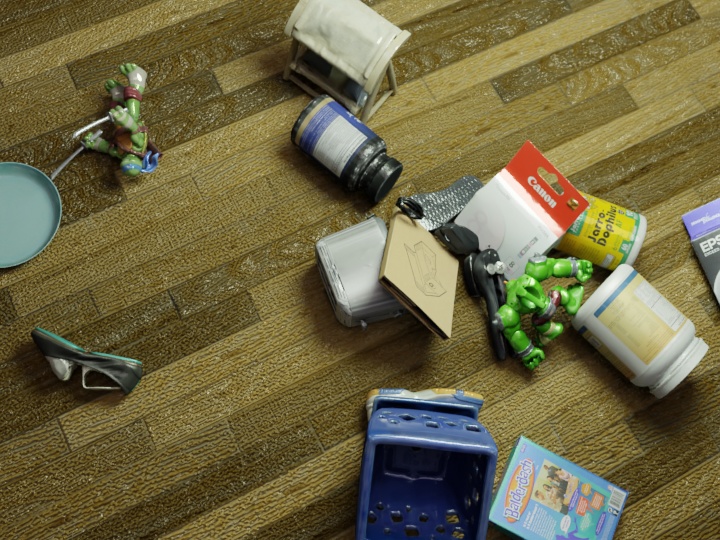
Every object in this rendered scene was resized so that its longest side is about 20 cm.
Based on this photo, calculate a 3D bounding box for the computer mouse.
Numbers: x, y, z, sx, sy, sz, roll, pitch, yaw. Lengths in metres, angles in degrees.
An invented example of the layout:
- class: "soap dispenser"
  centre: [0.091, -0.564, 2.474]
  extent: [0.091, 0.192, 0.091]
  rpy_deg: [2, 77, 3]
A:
- class: "computer mouse"
  centre: [0.134, -0.074, 1.583]
  extent: [0.198, 0.058, 0.035]
  rpy_deg: [27, 69, -32]

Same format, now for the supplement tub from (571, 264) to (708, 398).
- class: "supplement tub"
  centre: [0.478, 0.105, 1.556]
  extent: [0.144, 0.145, 0.200]
  rpy_deg: [-42, 78, -19]

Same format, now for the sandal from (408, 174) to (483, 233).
- class: "sandal"
  centre: [0.146, -0.112, 1.669]
  extent: [0.198, 0.043, 0.077]
  rpy_deg: [-22, 73, -25]

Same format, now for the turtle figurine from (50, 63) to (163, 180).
- class: "turtle figurine"
  centre: [-0.452, -0.271, 1.618]
  extent: [0.196, 0.144, 0.197]
  rpy_deg: [2, 64, -8]

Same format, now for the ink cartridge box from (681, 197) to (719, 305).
- class: "ink cartridge box"
  centre: [0.709, -0.054, 1.637]
  extent: [0.196, 0.043, 0.203]
  rpy_deg: [-27, 73, 22]

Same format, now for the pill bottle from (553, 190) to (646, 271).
- class: "pill bottle"
  centre: [0.404, -0.080, 1.639]
  extent: [0.197, 0.113, 0.114]
  rpy_deg: [22, 68, 4]

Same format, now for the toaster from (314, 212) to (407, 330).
- class: "toaster"
  centre: [0.000, 0.000, 1.570]
  extent: [0.127, 0.114, 0.203]
  rpy_deg: [-18, 73, -10]

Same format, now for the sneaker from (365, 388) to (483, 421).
- class: "sneaker"
  centre: [0.108, 0.242, 1.515]
  extent: [0.196, 0.075, 0.090]
  rpy_deg: [-2, 80, 1]

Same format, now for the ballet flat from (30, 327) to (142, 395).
- class: "ballet flat"
  centre: [-0.458, 0.154, 1.492]
  extent: [0.197, 0.068, 0.069]
  rpy_deg: [18, 76, 2]

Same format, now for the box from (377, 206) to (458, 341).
- class: "box"
  centre: [0.103, 0.001, 1.540]
  extent: [0.163, 0.021, 0.201]
  rpy_deg: [42, 34, -21]

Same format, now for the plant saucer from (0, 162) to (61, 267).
- class: "plant saucer"
  centre: [-0.624, -0.094, 1.594]
  extent: [0.196, 0.027, 0.203]
  rpy_deg: [2, 68, -4]

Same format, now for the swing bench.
- class: "swing bench"
  centre: [-0.032, -0.397, 1.675]
  extent: [0.198, 0.201, 0.130]
  rpy_deg: [37, 70, 10]

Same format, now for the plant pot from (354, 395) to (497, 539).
- class: "plant pot"
  centre: [0.094, 0.305, 1.397]
  extent: [0.196, 0.180, 0.203]
  rpy_deg: [6, 109, -2]

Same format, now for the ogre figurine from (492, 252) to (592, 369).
- class: "ogre figurine"
  centre: [0.305, 0.054, 1.543]
  extent: [0.119, 0.201, 0.099]
  rpy_deg: [30, 22, -21]

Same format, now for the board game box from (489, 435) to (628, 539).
- class: "board game box"
  centre: [0.318, 0.386, 1.483]
  extent: [0.198, 0.045, 0.153]
  rpy_deg: [28, 69, 5]

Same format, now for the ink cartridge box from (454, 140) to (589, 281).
- class: "ink cartridge box"
  centre: [0.279, -0.099, 1.595]
  extent: [0.163, 0.201, 0.057]
  rpy_deg: [48, 43, 14]

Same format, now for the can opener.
- class: "can opener"
  centre: [0.241, 0.059, 1.598]
  extent: [0.062, 0.079, 0.203]
  rpy_deg: [-13, 78, -20]

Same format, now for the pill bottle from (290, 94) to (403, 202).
- class: "pill bottle"
  centre: [-0.023, -0.219, 1.654]
  extent: [0.199, 0.112, 0.112]
  rpy_deg: [40, 70, 10]
